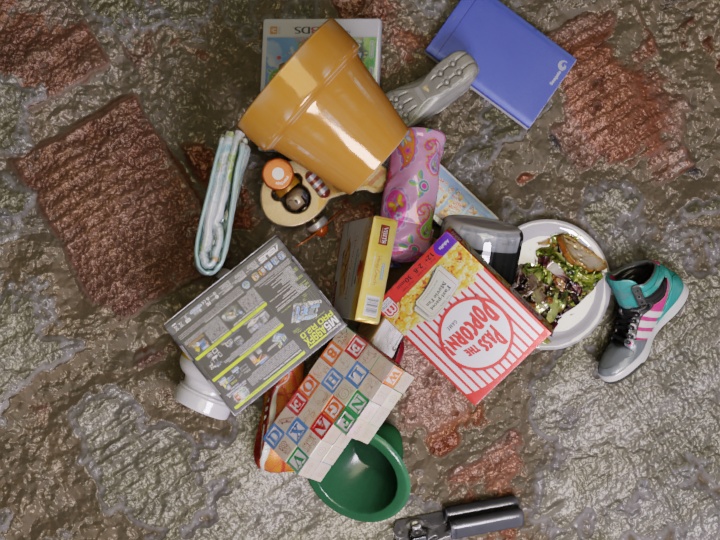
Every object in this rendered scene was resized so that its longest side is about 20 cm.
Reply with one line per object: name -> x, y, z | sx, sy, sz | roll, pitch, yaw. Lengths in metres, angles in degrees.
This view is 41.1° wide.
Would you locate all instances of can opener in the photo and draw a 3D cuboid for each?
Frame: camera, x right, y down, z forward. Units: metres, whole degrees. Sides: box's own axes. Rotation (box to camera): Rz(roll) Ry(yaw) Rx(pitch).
can opener -> 0.147, 0.392, 1.453 | 0.199, 0.053, 0.067 | -9, 121, -5

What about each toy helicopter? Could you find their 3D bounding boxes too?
toy helicopter -> -0.050, -0.112, 1.429 | 0.199, 0.079, 0.133 | -12, 93, -6

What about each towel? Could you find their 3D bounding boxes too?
towel -> -0.197, -0.090, 1.369 | 0.048, 0.171, 0.201 | 13, 87, -6

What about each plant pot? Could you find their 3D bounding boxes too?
plant pot -> -0.039, -0.213, 1.337 | 0.183, 0.200, 0.200 | 42, 86, -8

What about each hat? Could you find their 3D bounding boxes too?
hat -> 0.032, 0.253, 1.455 | 0.166, 0.176, 0.200 | 43, 126, 0

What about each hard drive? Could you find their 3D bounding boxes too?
hard drive -> 0.216, -0.330, 1.479 | 0.200, 0.025, 0.132 | 36, 86, -3

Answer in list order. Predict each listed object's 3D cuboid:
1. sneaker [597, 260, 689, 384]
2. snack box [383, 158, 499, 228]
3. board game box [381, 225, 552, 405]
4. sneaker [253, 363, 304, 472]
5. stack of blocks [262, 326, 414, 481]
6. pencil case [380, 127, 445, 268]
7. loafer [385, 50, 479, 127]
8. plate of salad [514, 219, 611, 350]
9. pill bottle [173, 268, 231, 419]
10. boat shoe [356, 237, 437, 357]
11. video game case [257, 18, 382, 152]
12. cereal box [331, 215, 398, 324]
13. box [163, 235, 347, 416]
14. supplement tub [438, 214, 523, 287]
sneaker -> 0.401, 0.062, 1.438 | 0.121, 0.084, 0.200 | 44, 78, -26
snack box -> 0.116, -0.119, 1.467 | 0.200, 0.024, 0.072 | 43, 85, -2
board game box -> 0.142, 0.063, 1.330 | 0.200, 0.046, 0.152 | 43, 106, 1
sneaker -> -0.106, 0.200, 1.429 | 0.077, 0.073, 0.201 | 10, 95, -20
stack of blocks -> -0.032, 0.193, 1.340 | 0.115, 0.059, 0.200 | 36, 91, 39
pencil case -> 0.075, -0.107, 1.399 | 0.087, 0.087, 0.201 | 8, 79, -4
loafer -> 0.091, -0.254, 1.447 | 0.199, 0.070, 0.070 | -30, 75, 13
plate of salad -> 0.289, 0.021, 1.466 | 0.199, 0.048, 0.202 | 0, 89, -5
pill bottle -> -0.193, 0.108, 1.393 | 0.112, 0.112, 0.201 | 23, 87, -4
boat shoe -> 0.069, 0.044, 1.444 | 0.069, 0.071, 0.201 | 38, 80, -27
video game case -> -0.061, -0.277, 1.438 | 0.181, 0.022, 0.201 | 2, 89, 9
cereal box -> 0.000, 0.000, 1.367 | 0.039, 0.200, 0.145 | 11, 87, -13
box -> -0.144, 0.075, 1.319 | 0.200, 0.044, 0.160 | -39, 93, -4
supplement tub -> 0.163, 0.026, 1.407 | 0.122, 0.123, 0.201 | 9, 102, -4
